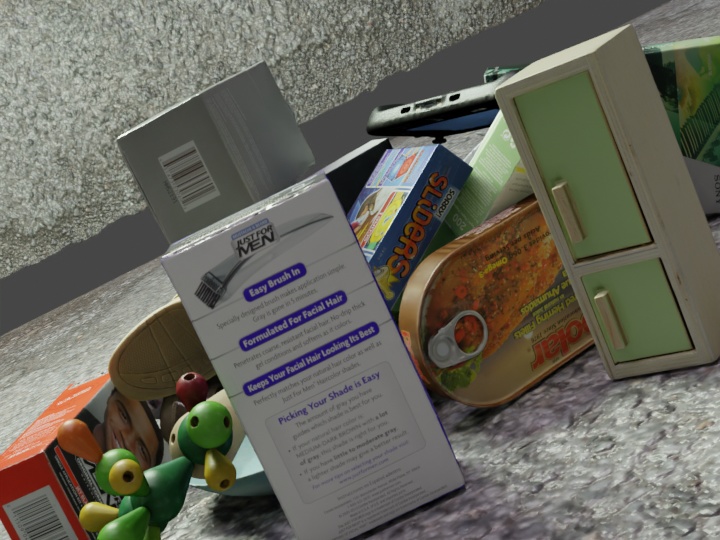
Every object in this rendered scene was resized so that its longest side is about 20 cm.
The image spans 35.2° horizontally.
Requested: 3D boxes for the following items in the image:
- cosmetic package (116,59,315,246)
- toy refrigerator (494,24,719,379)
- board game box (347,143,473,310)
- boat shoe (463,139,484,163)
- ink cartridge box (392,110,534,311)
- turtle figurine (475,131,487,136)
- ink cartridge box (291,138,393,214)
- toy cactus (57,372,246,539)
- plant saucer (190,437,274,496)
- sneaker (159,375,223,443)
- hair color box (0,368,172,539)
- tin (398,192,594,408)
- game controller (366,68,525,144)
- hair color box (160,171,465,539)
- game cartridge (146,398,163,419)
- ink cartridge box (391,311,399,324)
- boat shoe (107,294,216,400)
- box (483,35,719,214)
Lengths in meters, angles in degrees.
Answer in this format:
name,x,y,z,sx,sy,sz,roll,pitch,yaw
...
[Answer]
name,x,y,z,sx,sy,sz,roll,pitch,yaw
cosmetic package,-0.112,-0.098,0.937,0.089,0.108,0.200,-25,10,14
toy refrigerator,0.161,-0.039,0.707,0.075,0.202,0.070,-14,15,39
board game box,0.000,0.000,0.856,0.202,0.034,0.135,-59,15,-4
boat shoe,0.152,-0.100,1.041,0.200,0.068,0.072,-42,-16,-4
ink cartridge box,0.119,-0.028,0.881,0.144,0.048,0.201,3,-53,-41
turtle figurine,0.159,-0.067,1.121,0.198,0.101,0.150,13,54,46
ink cartridge box,-0.040,-0.022,0.957,0.199,0.100,0.039,-32,14,-18
toy cactus,-0.126,0.128,0.722,0.165,0.101,0.202,-48,-13,-55
plant saucer,-0.040,0.120,0.847,0.199,0.039,0.201,-25,10,5
sneaker,-0.106,0.110,1.025,0.074,0.072,0.200,5,19,17
hair color box,-0.219,0.157,0.908,0.061,0.103,0.200,-23,11,10
tin,0.113,0.016,0.792,0.198,0.113,0.042,-29,10,-24
game controller,0.092,-0.127,0.896,0.103,0.043,0.199,-16,6,-35
hair color box,-0.027,0.055,0.685,0.108,0.202,0.065,-24,11,1
game cartridge,-0.141,0.058,1.097,0.201,0.038,0.130,-50,-3,-5
ink cartridge box,-0.012,0.047,1.036,0.198,0.076,0.148,-26,11,16
boat shoe,-0.129,0.044,0.982,0.199,0.074,0.069,-32,7,-17
box,0.212,-0.112,0.966,0.197,0.146,0.036,-7,20,13
